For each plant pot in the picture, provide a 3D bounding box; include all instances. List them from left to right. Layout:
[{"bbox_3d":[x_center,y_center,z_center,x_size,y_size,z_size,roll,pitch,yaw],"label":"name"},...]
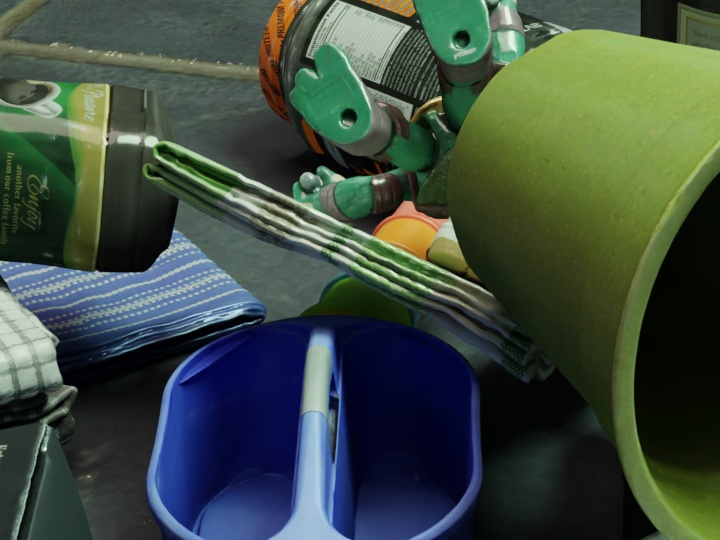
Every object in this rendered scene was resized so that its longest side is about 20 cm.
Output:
[{"bbox_3d":[0.130,-0.013,0.888,0.199,0.201,0.190,-16,28,-24],"label":"plant pot"}]

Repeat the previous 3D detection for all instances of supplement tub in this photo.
[{"bbox_3d":[0.040,-0.103,1.307,0.122,0.123,0.199,-25,35,-35],"label":"supplement tub"}]

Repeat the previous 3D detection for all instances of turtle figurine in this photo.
[{"bbox_3d":[0.038,-0.072,1.093,0.101,0.200,0.150,39,88,17],"label":"turtle figurine"}]

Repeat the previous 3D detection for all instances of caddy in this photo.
[{"bbox_3d":[-0.018,0.088,0.974,0.140,0.106,0.200,-1,28,2],"label":"caddy"}]

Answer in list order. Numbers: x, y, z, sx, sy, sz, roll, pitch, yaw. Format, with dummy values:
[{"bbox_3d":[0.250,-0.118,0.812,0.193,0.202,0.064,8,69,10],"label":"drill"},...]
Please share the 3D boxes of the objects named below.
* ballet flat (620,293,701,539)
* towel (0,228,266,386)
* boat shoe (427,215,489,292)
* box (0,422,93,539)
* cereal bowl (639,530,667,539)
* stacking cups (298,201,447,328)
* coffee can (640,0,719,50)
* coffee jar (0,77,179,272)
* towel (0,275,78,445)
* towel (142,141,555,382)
[{"bbox_3d":[0.142,0.056,0.987,0.073,0.073,0.201,-1,53,2],"label":"ballet flat"},{"bbox_3d":[-0.155,0.001,1.236,0.144,0.024,0.200,-16,31,-25],"label":"towel"},{"bbox_3d":[0.098,-0.008,1.087,0.071,0.070,0.200,23,-3,24],"label":"boat shoe"},{"bbox_3d":[-0.204,0.151,0.845,0.199,0.105,0.148,-9,27,6],"label":"box"},{"bbox_3d":[0.170,0.174,0.826,0.199,0.084,0.200,-3,28,1],"label":"cereal bowl"},{"bbox_3d":[0.013,0.019,1.162,0.060,0.061,0.200,8,26,19],"label":"stacking cups"},{"bbox_3d":[0.214,-0.076,1.162,0.145,0.201,0.147,-2,28,1],"label":"coffee can"},{"bbox_3d":[-0.187,-0.051,1.106,0.199,0.086,0.104,5,19,-7],"label":"coffee jar"},{"bbox_3d":[-0.245,0.050,1.093,0.165,0.086,0.200,-16,30,-28],"label":"towel"},{"bbox_3d":[0.000,0.000,1.050,0.199,0.031,0.149,25,-2,8],"label":"towel"}]
